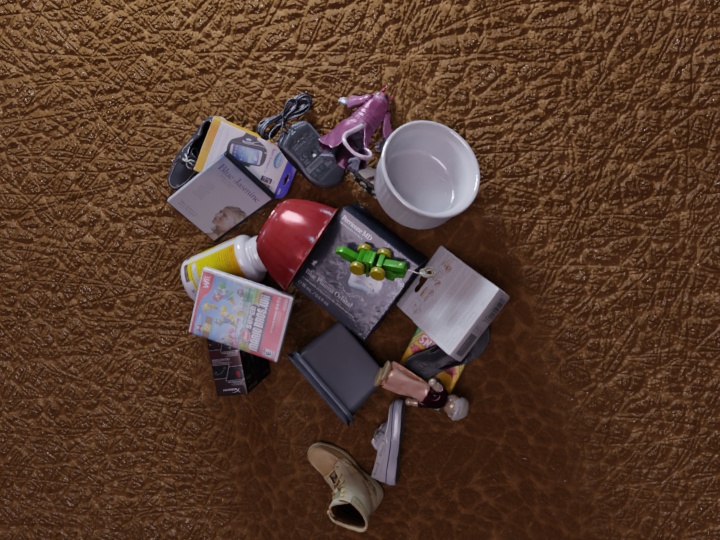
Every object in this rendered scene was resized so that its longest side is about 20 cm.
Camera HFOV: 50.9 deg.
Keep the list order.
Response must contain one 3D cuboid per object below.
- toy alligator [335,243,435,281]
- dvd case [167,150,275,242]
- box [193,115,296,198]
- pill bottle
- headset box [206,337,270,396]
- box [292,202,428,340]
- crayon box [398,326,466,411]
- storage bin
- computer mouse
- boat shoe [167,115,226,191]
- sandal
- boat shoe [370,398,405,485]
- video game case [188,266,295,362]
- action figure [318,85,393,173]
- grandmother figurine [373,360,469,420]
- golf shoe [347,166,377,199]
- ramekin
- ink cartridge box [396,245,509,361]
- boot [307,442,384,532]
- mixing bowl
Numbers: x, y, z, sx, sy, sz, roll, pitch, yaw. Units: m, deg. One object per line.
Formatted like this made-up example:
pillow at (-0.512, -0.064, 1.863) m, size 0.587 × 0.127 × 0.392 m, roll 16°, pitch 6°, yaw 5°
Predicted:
toy alligator at (0.047, -0.002, 1.464) m, size 0.198 × 0.060 × 0.054 m, roll 14°, pitch 144°, yaw 10°
dvd case at (-0.297, -0.153, 1.609) m, size 0.199 × 0.018 × 0.143 m, roll -31°, pitch 120°, yaw 30°
box at (-0.237, -0.230, 1.599) m, size 0.199 × 0.042 × 0.120 m, roll 22°, pitch 106°, yaw -14°
pill bottle at (-0.281, -0.007, 1.639) m, size 0.199 × 0.109 × 0.110 m, roll -22°, pitch 94°, yaw 18°
headset box at (-0.269, 0.153, 1.644) m, size 0.074 × 0.149 × 0.202 m, roll -7°, pitch 98°, yaw 14°
box at (0.000, 0.000, 1.562) m, size 0.196 × 0.117 × 0.201 m, roll 37°, pitch 106°, yaw 6°
crayon box at (0.152, 0.194, 1.591) m, size 0.126 × 0.051 × 0.201 m, roll 27°, pitch 106°, yaw 8°
storage bin at (-0.044, 0.212, 1.613) m, size 0.134 × 0.146 × 0.200 m, roll -40°, pitch 88°, yaw -10°
computer mouse at (-0.108, -0.254, 1.572) m, size 0.138 × 0.053 × 0.200 m, roll -39°, pitch 91°, yaw -12°
boat shoe at (-0.364, -0.253, 1.640) m, size 0.073 × 0.063 × 0.200 m, roll 43°, pitch 107°, yaw 5°
sandal at (0.177, 0.170, 1.528) m, size 0.200 × 0.048 × 0.076 m, roll -34°, pitch 91°, yaw 18°
boat shoe at (0.055, 0.372, 1.636) m, size 0.066 × 0.074 × 0.202 m, roll 7°, pitch 103°, yaw 11°
video game case at (-0.243, 0.089, 1.541) m, size 0.199 × 0.017 × 0.144 m, roll 17°, pitch 103°, yaw 8°
action figure at (0.001, -0.296, 1.492) m, size 0.134 × 0.149 × 0.201 m, roll 35°, pitch 75°, yaw -3°
grandmother figurine at (0.132, 0.247, 1.536) m, size 0.199 × 0.121 × 0.061 m, roll 26°, pitch 65°, yaw -8°
golf shoe at (0.063, -0.177, 1.546) m, size 0.199 × 0.077 × 0.088 m, roll 33°, pitch 87°, yaw 3°
ramekin at (0.121, -0.178, 1.462) m, size 0.199 × 0.098 × 0.202 m, roll 6°, pitch 71°, yaw -16°
ink cartridge box at (0.180, 0.064, 1.513) m, size 0.050 × 0.200 × 0.163 m, roll 32°, pitch 97°, yaw -39°
boot at (-0.049, 0.467, 1.638) m, size 0.200 × 0.155 × 0.073 m, roll 40°, pitch 107°, yaw 5°
mixing bowl at (-0.143, -0.068, 1.536) m, size 0.108 × 0.200 × 0.201 m, roll 32°, pitch 107°, yaw -2°
